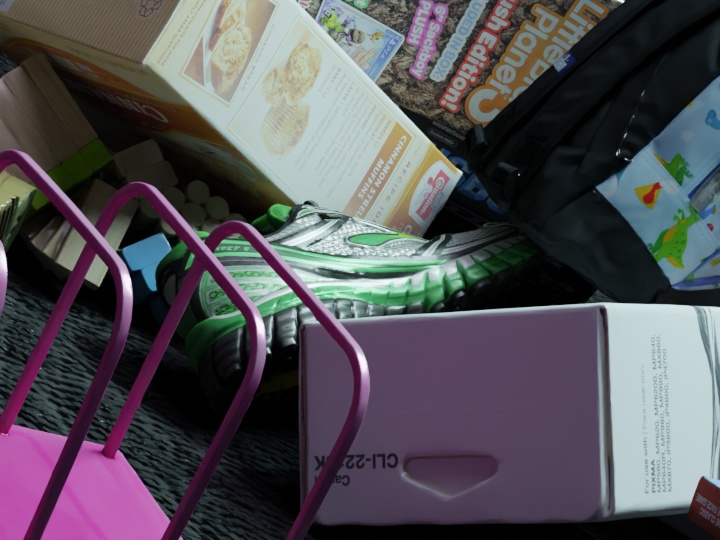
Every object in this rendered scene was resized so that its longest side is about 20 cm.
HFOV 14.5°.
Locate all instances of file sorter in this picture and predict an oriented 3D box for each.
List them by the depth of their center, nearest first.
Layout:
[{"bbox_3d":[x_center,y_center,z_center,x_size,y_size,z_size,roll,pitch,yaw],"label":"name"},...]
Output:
[{"bbox_3d":[-0.118,0.034,0.930,0.200,0.126,0.139,16,19,-35],"label":"file sorter"}]

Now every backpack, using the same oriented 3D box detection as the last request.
[{"bbox_3d":[0.162,-0.075,1.240,0.154,0.200,0.163,36,4,-15],"label":"backpack"}]

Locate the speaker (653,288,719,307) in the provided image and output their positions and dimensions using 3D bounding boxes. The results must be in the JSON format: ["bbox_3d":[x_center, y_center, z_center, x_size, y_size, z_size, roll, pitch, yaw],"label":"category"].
[{"bbox_3d":[0.200,0.018,1.274,0.081,0.081,0.200,17,4,-32],"label":"speaker"}]

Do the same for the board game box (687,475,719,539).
[{"bbox_3d":[0.226,0.117,1.018,0.199,0.020,0.103,15,6,-19],"label":"board game box"}]

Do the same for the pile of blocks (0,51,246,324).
[{"bbox_3d":[-0.104,-0.012,1.254,0.200,0.082,0.062,33,-29,-11],"label":"pile of blocks"}]

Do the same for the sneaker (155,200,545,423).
[{"bbox_3d":[0.000,0.000,1.220,0.200,0.078,0.085,-10,59,-44],"label":"sneaker"}]

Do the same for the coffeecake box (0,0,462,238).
[{"bbox_3d":[-0.071,-0.084,1.292,0.153,0.073,0.200,21,-16,44],"label":"coffeecake box"}]

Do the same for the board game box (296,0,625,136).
[{"bbox_3d":[0.041,-0.151,1.408,0.199,0.097,0.160,25,24,-7],"label":"board game box"}]

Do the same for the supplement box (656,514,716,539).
[{"bbox_3d":[0.170,0.071,1.399,0.109,0.061,0.200,31,17,10],"label":"supplement box"}]

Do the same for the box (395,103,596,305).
[{"bbox_3d":[0.045,-0.050,1.492,0.200,0.050,0.199,28,-6,3],"label":"box"}]

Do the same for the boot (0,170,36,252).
[{"bbox_3d":[-0.235,-0.046,1.120,0.200,0.066,0.175,27,3,-4],"label":"boot"}]

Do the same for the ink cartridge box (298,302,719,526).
[{"bbox_3d":[0.087,0.058,1.154,0.144,0.084,0.200,-4,-3,34],"label":"ink cartridge box"}]
